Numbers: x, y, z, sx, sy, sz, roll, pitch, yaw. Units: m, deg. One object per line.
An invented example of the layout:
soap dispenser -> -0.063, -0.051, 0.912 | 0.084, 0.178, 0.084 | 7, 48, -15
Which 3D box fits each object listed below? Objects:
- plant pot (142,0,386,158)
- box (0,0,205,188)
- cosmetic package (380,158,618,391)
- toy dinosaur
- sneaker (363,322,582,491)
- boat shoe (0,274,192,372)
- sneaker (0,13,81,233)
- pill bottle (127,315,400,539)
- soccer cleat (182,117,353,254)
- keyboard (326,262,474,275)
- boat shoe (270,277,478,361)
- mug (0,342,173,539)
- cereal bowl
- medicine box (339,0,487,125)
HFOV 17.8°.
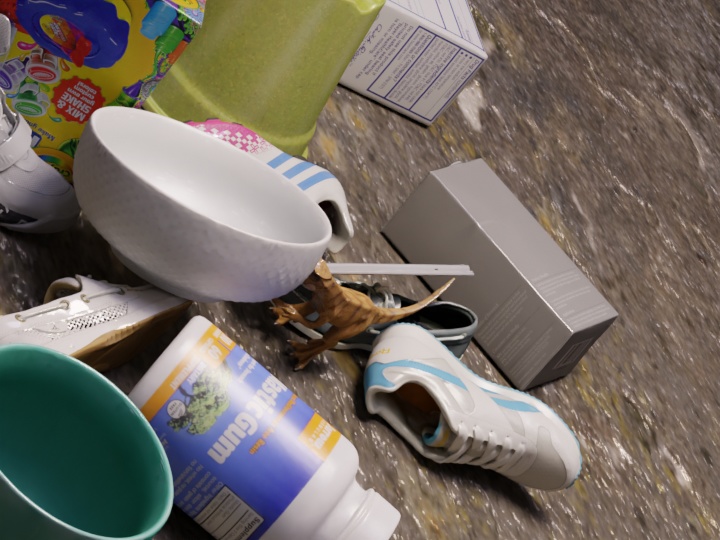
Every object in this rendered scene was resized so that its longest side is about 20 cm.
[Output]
plant pot -> -0.079, -0.210, 1.990 | 0.199, 0.184, 0.201 | 31, 29, -19
box -> -0.248, -0.198, 1.748 | 0.199, 0.193, 0.122 | 31, 29, -18
cosmetic package -> 0.125, 0.001, 2.061 | 0.200, 0.090, 0.107 | 48, 28, 17
toy dinosaur -> -0.008, 0.035, 1.810 | 0.200, 0.106, 0.061 | 17, 56, -60
sneaker -> 0.087, 0.128, 1.856 | 0.199, 0.077, 0.081 | 31, 37, -8
boat shoe -> -0.193, 0.032, 1.623 | 0.069, 0.071, 0.200 | 50, 30, 11
sneaker -> -0.272, -0.114, 1.682 | 0.199, 0.115, 0.075 | 33, 29, -16
pill bottle -> -0.072, 0.135, 1.590 | 0.200, 0.112, 0.112 | 40, 28, -2
soccer cleat -> -0.082, -0.067, 1.905 | 0.199, 0.070, 0.087 | 15, 37, -41
keyboard -> 0.000, 0.000, 1.854 | 0.199, 0.056, 0.011 | 1, 87, -38
boat shoe -> 0.011, 0.030, 1.896 | 0.199, 0.062, 0.073 | 22, 35, -31
mug -> -0.201, 0.151, 1.401 | 0.151, 0.114, 0.186 | 13, 40, -43
cereal bowl -> -0.124, -0.036, 1.676 | 0.199, 0.084, 0.200 | 26, 16, -8
medicine box -> 0.006, -0.266, 2.263 | 0.199, 0.103, 0.183 | 24, 32, -31
